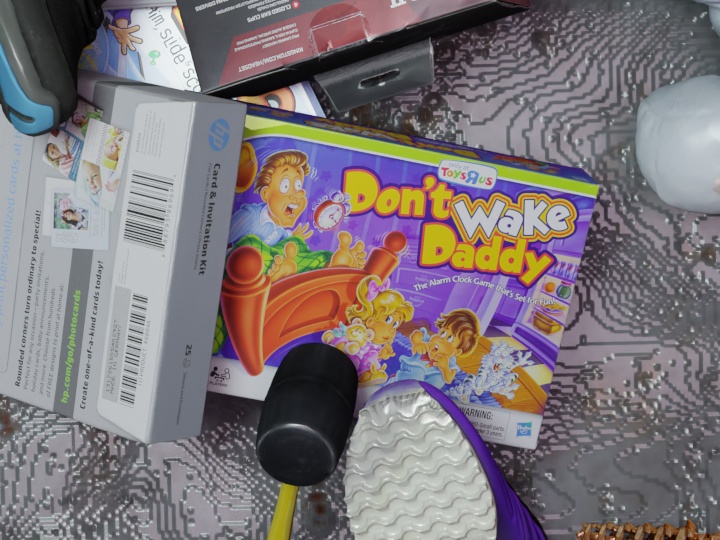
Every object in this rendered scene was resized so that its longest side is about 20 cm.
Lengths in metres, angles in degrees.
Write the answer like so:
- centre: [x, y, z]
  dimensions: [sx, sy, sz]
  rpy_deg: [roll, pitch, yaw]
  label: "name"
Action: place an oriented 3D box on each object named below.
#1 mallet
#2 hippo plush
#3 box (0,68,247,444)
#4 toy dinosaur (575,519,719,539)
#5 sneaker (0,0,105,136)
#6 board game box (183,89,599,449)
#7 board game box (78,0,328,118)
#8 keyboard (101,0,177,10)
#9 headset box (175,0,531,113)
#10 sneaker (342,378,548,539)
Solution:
- centre: [-0.037, 0.119, 0.950]
  dimensions: [0.041, 0.066, 0.200]
  rpy_deg: [14, 134, 1]
  label: "mallet"
- centre: [0.188, -0.108, 0.950]
  dimensions: [0.200, 0.159, 0.161]
  rpy_deg: [-5, 114, -39]
  label: "hippo plush"
- centre: [-0.150, -0.018, 0.927]
  dimensions: [0.200, 0.041, 0.156]
  rpy_deg: [14, 99, 35]
  label: "box"
- centre: [0.198, 0.185, 0.975]
  dimensions: [0.200, 0.102, 0.136]
  rpy_deg: [25, 76, 18]
  label: "toy dinosaur"
- centre: [-0.134, -0.146, 0.894]
  dimensions: [0.082, 0.073, 0.200]
  rpy_deg: [-3, 54, -8]
  label: "sneaker"
- centre: [0.000, 0.000, 0.945]
  dimensions: [0.200, 0.045, 0.135]
  rpy_deg: [10, 102, -7]
  label: "board game box"
- centre: [-0.084, -0.063, 0.987]
  dimensions: [0.135, 0.034, 0.200]
  rpy_deg: [-27, 91, 2]
  label: "board game box"
- centre: [-0.111, -0.226, 0.977]
  dimensions: [0.056, 0.011, 0.200]
  rpy_deg: [-1, 80, 1]
  label: "keyboard"
- centre: [-0.017, -0.176, 0.910]
  dimensions: [0.148, 0.075, 0.200]
  rpy_deg: [-16, 89, 18]
  label: "headset box"
- centre: [0.050, 0.126, 0.949]
  dimensions: [0.069, 0.100, 0.200]
  rpy_deg: [-18, 114, 15]
  label: "sneaker"
